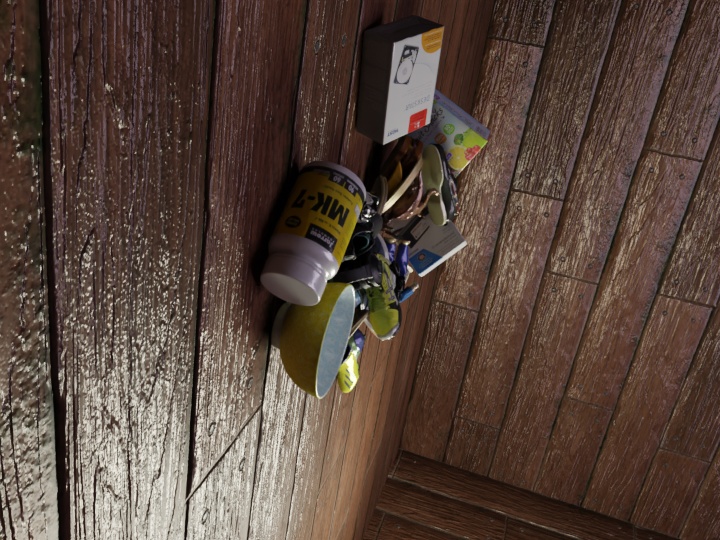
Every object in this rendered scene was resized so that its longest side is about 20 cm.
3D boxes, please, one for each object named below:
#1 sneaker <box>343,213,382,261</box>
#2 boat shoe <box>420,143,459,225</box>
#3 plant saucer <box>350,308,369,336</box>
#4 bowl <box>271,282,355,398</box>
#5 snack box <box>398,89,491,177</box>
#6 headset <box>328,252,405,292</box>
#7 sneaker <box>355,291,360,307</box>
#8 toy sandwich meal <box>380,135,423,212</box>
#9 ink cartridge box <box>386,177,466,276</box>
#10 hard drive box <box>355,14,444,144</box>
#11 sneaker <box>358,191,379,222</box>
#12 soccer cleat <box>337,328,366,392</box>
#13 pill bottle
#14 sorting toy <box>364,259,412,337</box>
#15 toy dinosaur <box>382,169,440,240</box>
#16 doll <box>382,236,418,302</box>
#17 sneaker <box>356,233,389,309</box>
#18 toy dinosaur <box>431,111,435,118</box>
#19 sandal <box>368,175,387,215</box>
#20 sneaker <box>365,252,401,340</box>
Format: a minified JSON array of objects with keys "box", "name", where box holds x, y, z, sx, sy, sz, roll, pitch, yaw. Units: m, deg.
[{"box":[0.000,-0.062,1.375,0.200,0.079,0.076,-41,122,-49],"name":"sneaker"},{"box":[0.188,-0.206,1.641,0.063,0.073,0.203,-29,124,-26],"name":"boat shoe"},{"box":[-0.055,0.151,1.438,0.200,0.029,0.200,-50,175,-6],"name":"plant saucer"},{"box":[-0.089,0.107,1.200,0.200,0.107,0.202,15,90,-78],"name":"bowl"},{"box":[0.182,-0.324,1.632,0.142,0.199,0.053,-48,-171,40],"name":"snack box"},{"box":[0.003,0.019,1.372,0.199,0.123,0.095,-17,91,-39],"name":"headset"},{"box":[-0.044,0.062,1.424,0.074,0.081,0.201,86,22,-55],"name":"sneaker"},{"box":[0.070,-0.218,1.604,0.205,0.070,0.205,-49,-168,14],"name":"toy sandwich meal"},{"box":[0.150,-0.108,1.754,0.144,0.201,0.084,-36,170,7],"name":"ink cartridge box"},{"box":[0.074,-0.368,1.347,0.155,0.077,0.201,-32,141,-38],"name":"hard drive box"},{"box":[-0.017,-0.124,1.314,0.200,0.087,0.076,-42,147,-67],"name":"sneaker"},{"box":[-0.040,0.229,1.747,0.083,0.065,0.202,-21,136,-39],"name":"soccer cleat"},{"box":[-0.073,-0.056,1.065,0.115,0.113,0.201,83,24,-61],"name":"pill bottle"},{"box":[0.028,0.042,1.727,0.201,0.106,0.180,-66,153,-15],"name":"sorting toy"},{"box":[0.102,-0.142,1.623,0.135,0.086,0.200,-41,175,-31],"name":"toy dinosaur"},{"box":[0.079,0.025,1.687,0.048,0.135,0.202,-164,-97,-66],"name":"doll"},{"box":[0.001,0.000,1.579,0.146,0.076,0.205,-2,83,-56],"name":"sneaker"},{"box":[0.063,-0.361,1.528,0.199,0.105,0.183,-18,140,-36],"name":"toy dinosaur"},{"box":[0.001,-0.115,1.490,0.201,0.054,0.080,-62,-159,-2],"name":"sandal"},{"box":[0.037,0.054,1.478,0.076,0.075,0.201,40,34,-46],"name":"sneaker"}]
